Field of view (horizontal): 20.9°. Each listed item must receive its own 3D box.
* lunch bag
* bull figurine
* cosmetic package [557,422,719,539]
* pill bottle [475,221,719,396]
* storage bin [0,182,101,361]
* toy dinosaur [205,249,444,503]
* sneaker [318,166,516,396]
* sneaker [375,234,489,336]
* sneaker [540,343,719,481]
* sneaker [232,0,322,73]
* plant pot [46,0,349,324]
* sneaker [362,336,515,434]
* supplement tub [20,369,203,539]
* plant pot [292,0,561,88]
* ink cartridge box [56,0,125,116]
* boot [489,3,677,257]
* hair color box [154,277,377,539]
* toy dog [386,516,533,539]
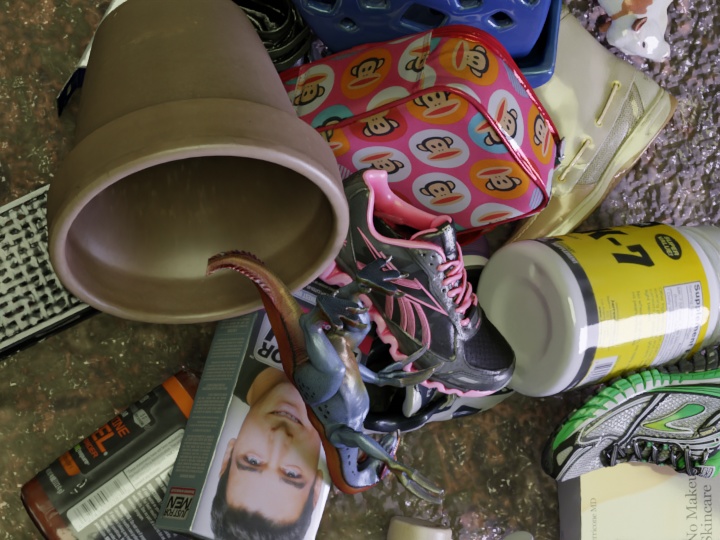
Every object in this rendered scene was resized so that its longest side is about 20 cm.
[{"bbox_3d":[0.040,-0.081,1.401,0.176,0.199,0.082,49,42,-38],"label":"lunch bag"},{"bbox_3d":[0.208,-0.261,1.518,0.121,0.065,0.201,-25,75,-20],"label":"bull figurine"},{"bbox_3d":[0.256,0.167,1.511,0.198,0.071,0.106,-2,86,-8],"label":"cosmetic package"},{"bbox_3d":[0.193,0.024,1.460,0.199,0.114,0.115,-9,87,-36],"label":"pill bottle"},{"bbox_3d":[-0.234,-0.001,1.423,0.199,0.135,0.094,-27,90,-8],"label":"storage bin"},{"bbox_3d":[-0.015,0.075,1.335,0.199,0.182,0.105,25,42,8],"label":"toy dinosaur"},{"bbox_3d":[0.045,0.006,1.372,0.200,0.095,0.079,42,38,-12],"label":"sneaker"},{"bbox_3d":[0.000,0.000,1.501,0.198,0.076,0.088,-14,59,-1],"label":"sneaker"},{"bbox_3d":[0.225,0.115,1.434,0.199,0.078,0.086,-17,69,-15],"label":"sneaker"},{"bbox_3d":[-0.050,-0.145,1.476,0.071,0.099,0.200,-39,93,-10],"label":"sneaker"},{"bbox_3d":[-0.116,-0.088,1.311,0.198,0.201,0.176,-5,56,-8],"label":"plant pot"},{"bbox_3d":[0.060,0.076,1.461,0.197,0.130,0.080,-10,89,-8],"label":"sneaker"},{"bbox_3d":[-0.144,0.146,1.442,0.199,0.107,0.107,-36,92,-9],"label":"supplement tub"},{"bbox_3d":[0.055,-0.239,1.419,0.198,0.181,0.201,-1,48,10],"label":"plant pot"},{"bbox_3d":[-0.165,-0.200,1.464,0.039,0.099,0.201,29,84,-6],"label":"ink cartridge box"},{"bbox_3d":[0.130,-0.108,1.511,0.155,0.073,0.200,42,80,-4],"label":"boot"},{"bbox_3d":[-0.064,0.102,1.382,0.099,0.060,0.201,24,75,-28],"label":"hair color box"},{"bbox_3d":[0.087,0.247,1.441,0.096,0.200,0.133,6,111,-24],"label":"toy dog"}]
